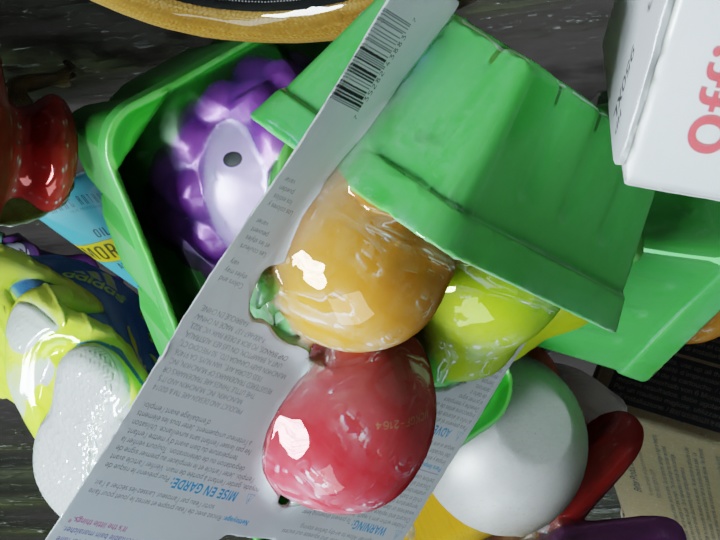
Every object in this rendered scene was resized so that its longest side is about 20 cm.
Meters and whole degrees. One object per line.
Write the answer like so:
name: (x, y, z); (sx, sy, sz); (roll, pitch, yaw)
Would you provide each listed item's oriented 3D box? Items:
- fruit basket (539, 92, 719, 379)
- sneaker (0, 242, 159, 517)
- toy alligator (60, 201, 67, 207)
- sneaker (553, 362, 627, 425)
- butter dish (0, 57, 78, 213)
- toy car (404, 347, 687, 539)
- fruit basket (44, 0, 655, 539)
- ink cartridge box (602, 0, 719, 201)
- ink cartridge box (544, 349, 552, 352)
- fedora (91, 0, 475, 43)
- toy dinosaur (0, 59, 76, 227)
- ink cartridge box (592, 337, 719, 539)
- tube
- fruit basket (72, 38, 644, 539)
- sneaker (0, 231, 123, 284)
fruit basket: (0.169, -0.022, 0.898); (0.198, 0.095, 0.185); (-5, 158, -18)
sneaker: (-0.111, 0.049, 0.947); (0.105, 0.200, 0.076); (-3, 133, -52)
toy alligator: (-0.207, -0.050, 0.980); (0.199, 0.059, 0.055); (-2, 117, 47)
sneaker: (0.071, 0.115, 1.103); (0.075, 0.089, 0.200); (28, 148, -14)
butter dish: (-0.179, -0.049, 0.788); (0.146, 0.202, 0.200); (4, 159, -17)
toy car: (0.080, 0.129, 0.977); (0.149, 0.202, 0.175); (-12, 167, -30)
fruit basket: (0.001, 0.014, 0.673); (0.094, 0.201, 0.185); (43, -168, 32)
ink cartridge box: (0.183, -0.090, 0.614); (0.198, 0.085, 0.146); (9, 124, -5)
ink cartridge box: (0.011, 0.034, 1.020); (0.198, 0.041, 0.200); (-23, 163, -2)
fedora: (-0.029, -0.143, 0.634); (0.198, 0.083, 0.201); (5, 158, 2)
toy dinosaur: (-0.169, -0.042, 0.885); (0.101, 0.199, 0.059); (42, 153, 37)
ink cartridge box: (0.221, 0.101, 1.159); (0.163, 0.076, 0.200); (17, 161, 20)
tube: (-0.095, -0.005, 1.099); (0.077, 0.051, 0.200); (-15, 146, 31)
fruit basket: (0.000, 0.000, 0.811); (0.155, 0.217, 0.216); (-31, 174, -24)
sneaker: (-0.223, -0.006, 1.119); (0.087, 0.075, 0.199); (-28, 152, 36)
